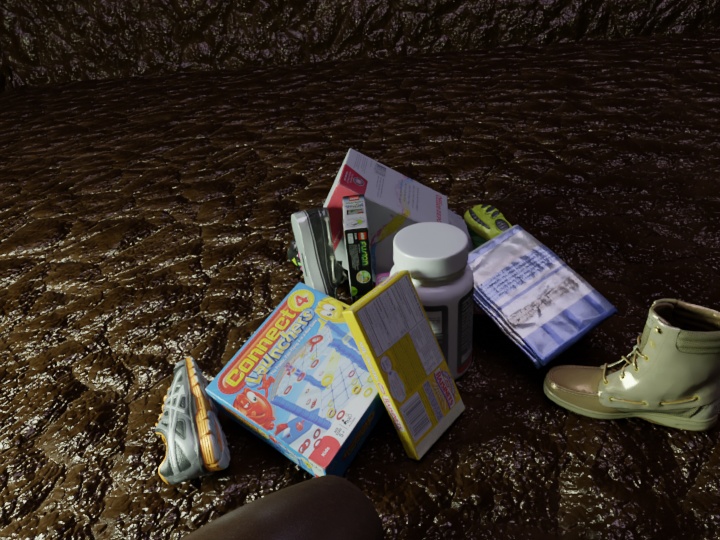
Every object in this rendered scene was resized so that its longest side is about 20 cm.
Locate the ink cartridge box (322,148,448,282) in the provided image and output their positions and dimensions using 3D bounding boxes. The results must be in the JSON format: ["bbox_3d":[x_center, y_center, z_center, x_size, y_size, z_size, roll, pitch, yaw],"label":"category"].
[{"bbox_3d":[0.034,-0.081,0.928,0.198,0.145,0.146,24,33,-8],"label":"ink cartridge box"}]

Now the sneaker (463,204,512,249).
[{"bbox_3d":[0.237,-0.027,0.887,0.073,0.084,0.201,-23,48,0],"label":"sneaker"}]

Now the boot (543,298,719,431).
[{"bbox_3d":[0.324,0.106,0.645,0.198,0.157,0.073,7,36,23],"label":"boot"}]

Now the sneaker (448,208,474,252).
[{"bbox_3d":[0.198,-0.073,1.034,0.114,0.076,0.201,-9,43,-13],"label":"sneaker"}]

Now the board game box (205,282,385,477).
[{"bbox_3d":[-0.059,0.134,0.698,0.194,0.056,0.200,23,57,27],"label":"board game box"}]

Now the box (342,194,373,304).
[{"bbox_3d":[0.000,0.000,0.822,0.034,0.202,0.111,-6,32,1],"label":"box"}]

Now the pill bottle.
[{"bbox_3d":[0.097,0.044,0.738,0.112,0.202,0.114,-4,32,3],"label":"pill bottle"}]

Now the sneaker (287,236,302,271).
[{"bbox_3d":[-0.090,-0.019,0.990,0.086,0.075,0.201,-9,30,0],"label":"sneaker"}]

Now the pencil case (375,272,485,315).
[{"bbox_3d":[0.121,0.038,0.855,0.197,0.088,0.083,-7,9,0],"label":"pencil case"}]

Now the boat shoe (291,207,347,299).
[{"bbox_3d":[-0.053,0.004,0.836,0.063,0.203,0.071,-14,9,-16],"label":"boat shoe"}]

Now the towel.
[{"bbox_3d":[0.235,0.029,0.767,0.146,0.024,0.200,-31,55,-14],"label":"towel"}]

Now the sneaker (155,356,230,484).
[{"bbox_3d":[-0.225,0.185,0.697,0.077,0.079,0.200,-27,32,-8],"label":"sneaker"}]

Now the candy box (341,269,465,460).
[{"bbox_3d":[0.057,0.112,0.651,0.026,0.202,0.102,-9,19,49],"label":"candy box"}]

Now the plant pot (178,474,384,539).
[{"bbox_3d":[-0.070,0.273,0.461,0.185,0.189,0.199,15,24,30],"label":"plant pot"}]
